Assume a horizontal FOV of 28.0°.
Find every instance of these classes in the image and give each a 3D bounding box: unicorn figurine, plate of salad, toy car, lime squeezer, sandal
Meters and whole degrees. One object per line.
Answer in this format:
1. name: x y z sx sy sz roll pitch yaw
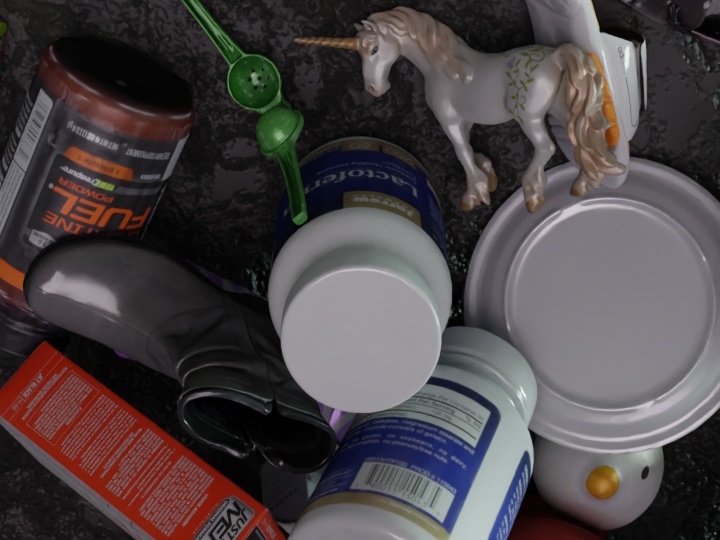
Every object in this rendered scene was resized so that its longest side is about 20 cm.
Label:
1. unicorn figurine: 0.075 -0.107 0.927 0.198 0.074 0.139 -5 111 31
2. plate of salad: 0.170 0.023 0.985 0.197 0.048 0.203 -1 86 12
3. toy car: 0.158 0.163 1.017 0.183 0.177 0.202 23 100 2
4. lime squeezer: -0.063 -0.109 0.924 0.037 0.071 0.201 -28 69 1
5. sandal: 0.149 -0.148 0.915 0.059 0.079 0.208 -29 121 -16

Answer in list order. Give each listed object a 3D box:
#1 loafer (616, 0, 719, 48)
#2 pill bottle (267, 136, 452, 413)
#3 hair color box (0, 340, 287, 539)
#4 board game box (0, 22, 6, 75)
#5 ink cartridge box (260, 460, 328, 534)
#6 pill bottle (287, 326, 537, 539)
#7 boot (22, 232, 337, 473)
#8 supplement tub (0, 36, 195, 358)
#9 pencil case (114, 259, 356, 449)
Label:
1. loafer: 0.231 -0.175 0.912 0.198 0.063 0.072 21 112 -9
2. pill bottle: 0.000 0.000 0.914 0.114 0.200 0.117 0 114 -1
3. hair color box: -0.141 0.138 0.938 0.199 0.102 0.061 33 72 23
4. board game box: -0.300 -0.072 0.965 0.100 0.048 0.202 10 114 -4
5. ink cartridge box: 0.002 0.218 1.011 0.057 0.200 0.163 -41 108 14
6. pill bottle: 0.042 0.130 0.901 0.118 0.200 0.121 13 129 17
7. boot: -0.108 0.049 0.878 0.198 0.132 0.070 16 114 -16
8. supplement tub: -0.190 -0.043 0.947 0.106 0.107 0.201 23 113 -10
9. pencil case: -0.067 0.068 1.008 0.199 0.086 0.084 28 143 -10
